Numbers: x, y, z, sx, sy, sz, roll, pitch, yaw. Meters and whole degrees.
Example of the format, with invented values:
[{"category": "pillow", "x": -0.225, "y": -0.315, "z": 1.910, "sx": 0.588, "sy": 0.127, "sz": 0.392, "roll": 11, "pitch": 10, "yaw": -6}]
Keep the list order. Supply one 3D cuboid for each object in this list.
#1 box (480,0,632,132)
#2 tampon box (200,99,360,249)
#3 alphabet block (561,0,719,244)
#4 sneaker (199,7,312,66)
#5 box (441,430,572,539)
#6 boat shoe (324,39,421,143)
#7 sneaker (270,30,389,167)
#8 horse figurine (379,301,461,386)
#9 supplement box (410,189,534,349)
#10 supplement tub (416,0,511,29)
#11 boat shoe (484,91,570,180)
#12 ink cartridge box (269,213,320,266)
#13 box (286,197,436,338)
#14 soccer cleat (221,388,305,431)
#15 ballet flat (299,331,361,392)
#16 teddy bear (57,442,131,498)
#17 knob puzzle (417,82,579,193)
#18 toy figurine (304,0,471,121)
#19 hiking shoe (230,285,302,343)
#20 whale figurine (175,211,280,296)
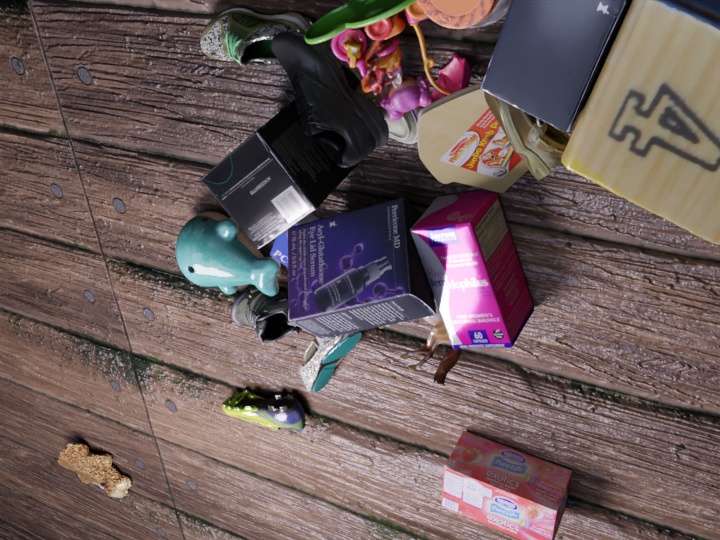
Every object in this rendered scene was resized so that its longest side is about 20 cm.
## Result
[{"category": "box", "x": 0.227, "y": -0.269, "z": 0.895, "sx": 0.106, "sy": 0.200, "sz": 0.150, "roll": 28, "pitch": 133, "yaw": 12}, {"category": "tampon box", "x": -0.092, "y": -0.156, "z": 1.189, "sx": 0.149, "sy": 0.200, "sz": 0.127, "roll": -29, "pitch": 105, "yaw": 44}, {"category": "alphabet block", "x": 0.351, "y": -0.188, "z": 0.878, "sx": 0.194, "sy": 0.196, "sz": 0.202, "roll": 30, "pitch": 134, "yaw": 14}, {"category": "sneaker", "x": -0.160, "y": -0.321, "z": 1.192, "sx": 0.196, "sy": 0.089, "sz": 0.078, "roll": 6, "pitch": 125, "yaw": 31}, {"category": "box", "x": 0.242, "y": 0.364, "z": 1.414, "sx": 0.196, "sy": 0.095, "sz": 0.104, "roll": 16, "pitch": 129, "yaw": 23}, {"category": "boat shoe", "x": 0.004, "y": -0.243, "z": 1.157, "sx": 0.200, "sy": 0.062, "sz": 0.072, "roll": 43, "pitch": 135, "yaw": 0}, {"category": "sneaker", "x": -0.052, "y": -0.222, "z": 1.098, "sx": 0.200, "sy": 0.091, "sz": 0.076, "roll": 47, "pitch": 160, "yaw": -1}, {"category": "horse figurine", "x": 0.100, "y": 0.075, "z": 1.312, "sx": 0.131, "sy": 0.050, "sz": 0.202, "roll": -33, "pitch": 98, "yaw": 6}, {"category": "supplement box", "x": 0.161, "y": 0.000, "z": 1.202, "sx": 0.100, "sy": 0.103, "sz": 0.203, "roll": -5, "pitch": 117, "yaw": 37}, {"category": "supplement tub", "x": 0.135, "y": -0.339, "z": 0.905, "sx": 0.120, "sy": 0.200, "sz": 0.125, "roll": 18, "pitch": 131, "yaw": 22}, {"category": "boat shoe", "x": 0.200, "y": -0.170, "z": 0.988, "sx": 0.062, "sy": 0.200, "sz": 0.074, "roll": -32, "pitch": 59, "yaw": 15}, {"category": "ink cartridge box", "x": -0.047, "y": -0.013, "z": 1.370, "sx": 0.198, "sy": 0.044, "sz": 0.095, "roll": 34, "pitch": 132, "yaw": 9}, {"category": "box", "x": 0.000, "y": 0.000, "z": 1.230, "sx": 0.196, "sy": 0.151, "sz": 0.104, "roll": -14, "pitch": 156, "yaw": 22}, {"category": "soccer cleat", "x": -0.193, "y": 0.284, "z": 1.668, "sx": 0.197, "sy": 0.065, "sz": 0.085, "roll": -2, "pitch": 123, "yaw": 34}, {"category": "ballet flat", "x": -0.063, "y": 0.141, "z": 1.480, "sx": 0.071, "sy": 0.072, "sz": 0.201, "roll": 37, "pitch": 134, "yaw": 4}, {"category": "teddy bear", "x": -0.669, "y": 0.505, "z": 2.154, "sx": 0.197, "sy": 0.067, "sz": 0.146, "roll": 24, "pitch": 141, "yaw": 9}, {"category": "knob puzzle", "x": 0.154, "y": -0.179, "z": 1.060, "sx": 0.214, "sy": 0.031, "sz": 0.221, "roll": -7, "pitch": 149, "yaw": -4}, {"category": "toy figurine", "x": 0.056, "y": -0.257, "z": 1.057, "sx": 0.197, "sy": 0.151, "sz": 0.186, "roll": -23, "pitch": 121, "yaw": 14}, {"category": "hiking shoe", "x": -0.166, "y": 0.078, "z": 1.476, "sx": 0.197, "sy": 0.101, "sz": 0.077, "roll": -7, "pitch": 117, "yaw": 37}, {"category": "whale figurine", "x": -0.231, "y": -0.014, "z": 1.449, "sx": 0.197, "sy": 0.104, "sz": 0.161, "roll": 26, "pitch": 132, "yaw": 18}]
